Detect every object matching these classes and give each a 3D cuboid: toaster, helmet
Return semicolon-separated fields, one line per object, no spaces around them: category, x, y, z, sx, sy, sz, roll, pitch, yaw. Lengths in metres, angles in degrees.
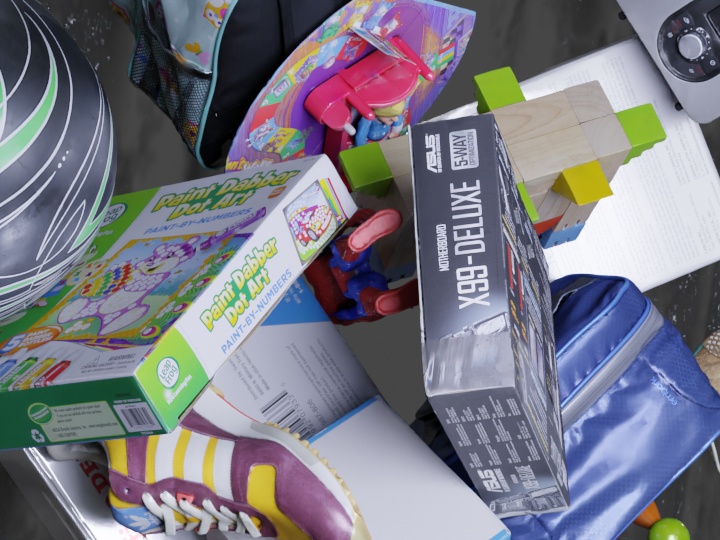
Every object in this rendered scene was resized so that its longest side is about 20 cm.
toaster;0.248;-0.213;1.467;0.181;0.118;0.200;59;34;-2
helmet;-0.232;-0.059;1.217;0.199;0.200;0.191;-13;66;-25

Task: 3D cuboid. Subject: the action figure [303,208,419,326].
action figure;0.000;0.000;1.289;0.052;0.200;0.066;-30;94;-13

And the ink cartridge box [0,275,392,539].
ink cartridge box;-0.105;0.089;1.321;0.200;0.084;0.145;-37;98;-23

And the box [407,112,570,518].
box;0.073;0.030;1.224;0.050;0.200;0.158;-8;65;11

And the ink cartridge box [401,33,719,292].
ink cartridge box;0.136;-0.053;1.481;0.199;0.050;0.162;-22;93;-6

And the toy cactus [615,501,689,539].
toy cactus;0.160;0.223;1.360;0.165;0.200;0.103;-22;128;-23

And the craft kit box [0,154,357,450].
craft kit box;-0.128;0.020;1.227;0.198;0.199;0.049;-48;119;-42

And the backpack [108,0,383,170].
backpack;-0.055;-0.184;1.314;0.175;0.200;0.154;-30;75;-24

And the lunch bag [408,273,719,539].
lunch bag;0.113;0.098;1.387;0.200;0.136;0.132;-43;100;-14

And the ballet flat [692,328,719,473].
ballet flat;0.280;0.132;1.512;0.065;0.071;0.200;-34;96;4

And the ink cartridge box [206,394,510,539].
ink cartridge box;0.000;0.201;1.297;0.128;0.200;0.125;-33;56;-23

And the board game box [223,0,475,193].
board game box;0.005;-0.091;1.336;0.039;0.158;0.200;46;19;22

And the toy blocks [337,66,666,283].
toy blocks;0.074;-0.045;1.378;0.199;0.137;0.100;-17;69;-19

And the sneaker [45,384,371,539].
sneaker;-0.083;0.119;1.196;0.090;0.200;0.075;-43;140;-21
